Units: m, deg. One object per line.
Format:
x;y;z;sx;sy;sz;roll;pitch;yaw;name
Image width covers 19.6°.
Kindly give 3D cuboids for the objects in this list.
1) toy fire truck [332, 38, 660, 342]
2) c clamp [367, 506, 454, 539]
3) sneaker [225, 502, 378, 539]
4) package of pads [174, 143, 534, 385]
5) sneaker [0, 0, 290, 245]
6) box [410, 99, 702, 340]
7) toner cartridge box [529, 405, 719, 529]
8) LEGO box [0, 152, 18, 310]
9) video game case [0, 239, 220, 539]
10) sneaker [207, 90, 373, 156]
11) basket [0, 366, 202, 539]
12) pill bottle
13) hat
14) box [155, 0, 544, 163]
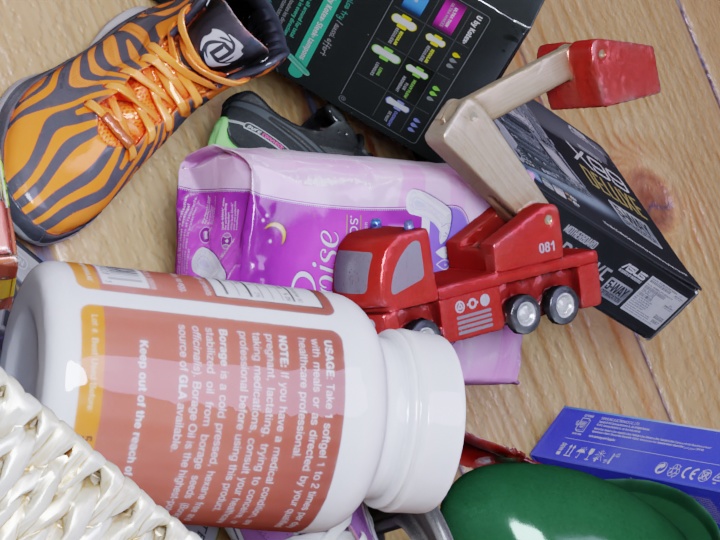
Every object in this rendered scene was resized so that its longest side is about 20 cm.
0.070;-0.040;1.072;0.198;0.049;0.143;-12;99;-33;toy fire truck
0.038;0.181;1.063;0.027;0.200;0.172;-24;91;-16;c clamp
-0.003;0.156;1.029;0.072;0.114;0.202;-30;111;-18;sneaker
0.000;0.000;1.101;0.198;0.075;0.122;2;91;-35;package of pads
-0.108;-0.096;1.056;0.078;0.111;0.201;52;41;-20;sneaker
0.107;-0.056;1.296;0.199;0.050;0.158;29;23;-39;box
0.196;0.136;1.248;0.095;0.199;0.043;47;69;-25;toner cartridge box
-0.243;-0.053;0.818;0.198;0.077;0.150;-6;75;-14;LEGO box
-0.146;0.099;0.989;0.200;0.025;0.182;43;45;-30;video game case
-0.005;-0.050;1.190;0.199;0.076;0.085;23;60;-44;sneaker
-0.174;0.137;0.760;0.161;0.199;0.199;46;70;-20;basket
-0.058;0.061;0.948;0.198;0.112;0.113;7;65;-21;pill bottle
0.077;0.113;1.120;0.166;0.198;0.177;-86;156;-57;hat
0.007;-0.186;1.170;0.199;0.125;0.149;29;46;-3;box
